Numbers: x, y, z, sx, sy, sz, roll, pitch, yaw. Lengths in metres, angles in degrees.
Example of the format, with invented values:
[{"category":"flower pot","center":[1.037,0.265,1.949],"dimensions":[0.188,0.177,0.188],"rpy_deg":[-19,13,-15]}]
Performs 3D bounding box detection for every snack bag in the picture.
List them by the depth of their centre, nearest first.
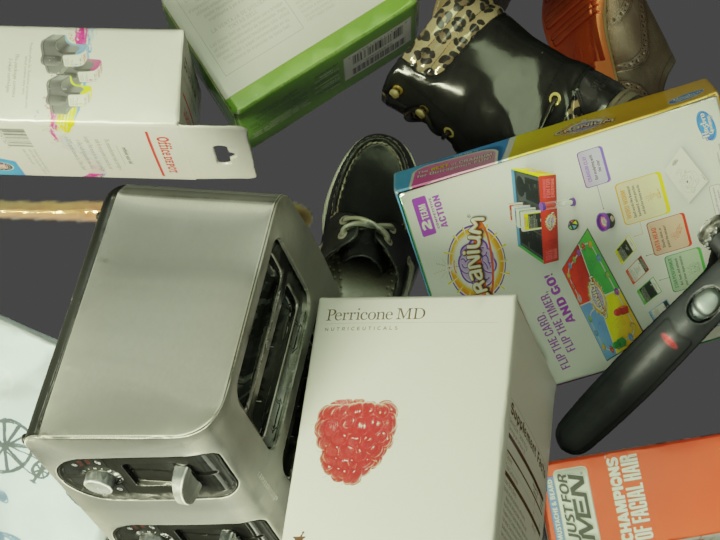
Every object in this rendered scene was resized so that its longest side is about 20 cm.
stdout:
[{"category":"snack bag","center":[-0.243,0.128,1.063],"dimensions":[0.187,0.021,0.201],"rpy_deg":[22,78,5]}]

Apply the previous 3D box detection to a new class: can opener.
[{"category":"can opener","center":[0.188,0.037,0.951],"dimensions":[0.200,0.063,0.079],"rpy_deg":[-43,73,15]}]

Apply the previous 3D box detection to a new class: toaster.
[{"category":"toaster","center":[-0.090,0.059,0.941],"dimensions":[0.118,0.181,0.201],"rpy_deg":[2,57,18]}]

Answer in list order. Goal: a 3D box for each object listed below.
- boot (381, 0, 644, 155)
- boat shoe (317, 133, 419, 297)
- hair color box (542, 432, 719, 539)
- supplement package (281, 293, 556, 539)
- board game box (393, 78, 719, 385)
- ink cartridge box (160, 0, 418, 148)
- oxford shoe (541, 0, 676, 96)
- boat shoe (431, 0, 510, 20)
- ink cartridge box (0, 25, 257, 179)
[{"category":"boot","center":[0.076,-0.071,1.058],"dimensions":[0.150,0.073,0.200],"rpy_deg":[41,113,13]},{"category":"boat shoe","center":[0.000,0.000,1.071],"dimensions":[0.073,0.060,0.201],"rpy_deg":[12,76,5]},{"category":"hair color box","center":[0.204,0.140,1.009],"dimensions":[0.198,0.111,0.064],"rpy_deg":[-10,75,-2]},{"category":"supplement package","center":[0.034,0.128,0.907],"dimensions":[0.120,0.120,0.201],"rpy_deg":[-2,61,18]},{"category":"board game box","center":[0.136,-0.014,0.993],"dimensions":[0.199,0.040,0.154],"rpy_deg":[-16,109,6]},{"category":"ink cartridge box","center":[-0.072,-0.211,1.117],"dimensions":[0.147,0.076,0.201],"rpy_deg":[-32,77,-6]},{"category":"oxford shoe","center":[0.173,-0.161,1.117],"dimensions":[0.072,0.071,0.202],"rpy_deg":[8,73,-25]},{"category":"boat shoe","center":[0.085,-0.245,1.130],"dimensions":[0.065,0.072,0.201],"rpy_deg":[18,77,18]},{"category":"ink cartridge box","center":[-0.168,-0.108,1.072],"dimensions":[0.198,0.115,0.068],"rpy_deg":[2,76,0]}]
